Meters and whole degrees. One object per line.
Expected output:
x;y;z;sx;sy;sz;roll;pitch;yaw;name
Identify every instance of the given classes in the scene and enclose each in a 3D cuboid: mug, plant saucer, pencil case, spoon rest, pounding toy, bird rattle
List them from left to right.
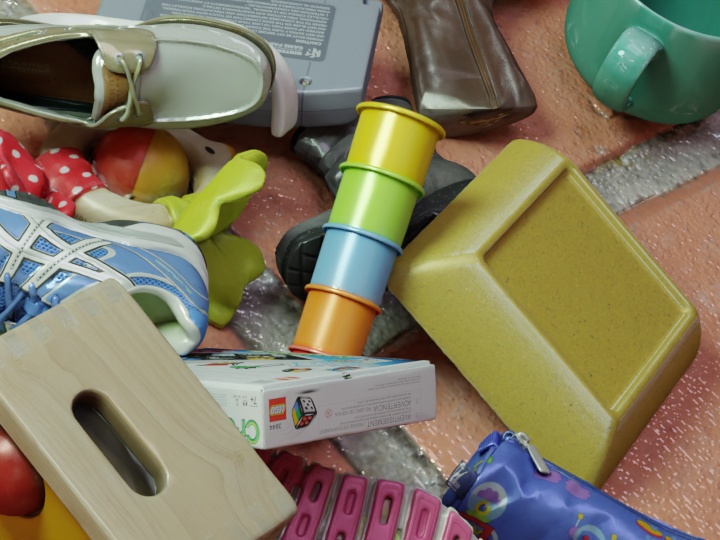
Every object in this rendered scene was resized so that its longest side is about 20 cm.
-0.135;0.138;0.989;0.142;0.184;0.200;-30;76;-42;pounding toy
-0.154;-0.047;1.262;0.198;0.114;0.164;9;32;1;bird rattle
-0.135;-0.143;1.294;0.198;0.061;0.099;15;20;7;spoon rest
0.137;0.020;1.299;0.200;0.048;0.200;49;44;-4;plant saucer
0.139;0.167;1.175;0.199;0.087;0.078;29;21;2;pencil case
0.223;-0.187;1.533;0.184;0.115;0.153;-10;54;-31;mug

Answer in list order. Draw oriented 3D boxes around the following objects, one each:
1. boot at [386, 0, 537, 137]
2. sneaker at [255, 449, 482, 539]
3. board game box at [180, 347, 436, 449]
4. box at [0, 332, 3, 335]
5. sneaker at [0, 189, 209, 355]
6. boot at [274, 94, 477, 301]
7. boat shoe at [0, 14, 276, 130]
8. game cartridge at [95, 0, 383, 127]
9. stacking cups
0.109;-0.181;1.510;0.184;0.065;0.201;-8;48;-14;boot
-0.015;0.152;1.113;0.198;0.087;0.074;23;71;-5;sneaker
-0.071;0.069;1.097;0.125;0.199;0.035;-5;94;-43;board game box
-0.267;0.025;1.155;0.200;0.036;0.144;41;45;14;box
-0.176;0.007;1.129;0.198;0.076;0.077;3;35;-21;sneaker
-0.010;-0.052;1.342;0.199;0.070;0.132;-15;50;-44;boot
-0.152;-0.117;1.223;0.198;0.075;0.069;0;21;1;boat shoe
-0.089;-0.157;1.384;0.198;0.041;0.134;8;41;4;game cartridge
0.000;0.000;1.221;0.060;0.060;0.202;17;80;-9;stacking cups
